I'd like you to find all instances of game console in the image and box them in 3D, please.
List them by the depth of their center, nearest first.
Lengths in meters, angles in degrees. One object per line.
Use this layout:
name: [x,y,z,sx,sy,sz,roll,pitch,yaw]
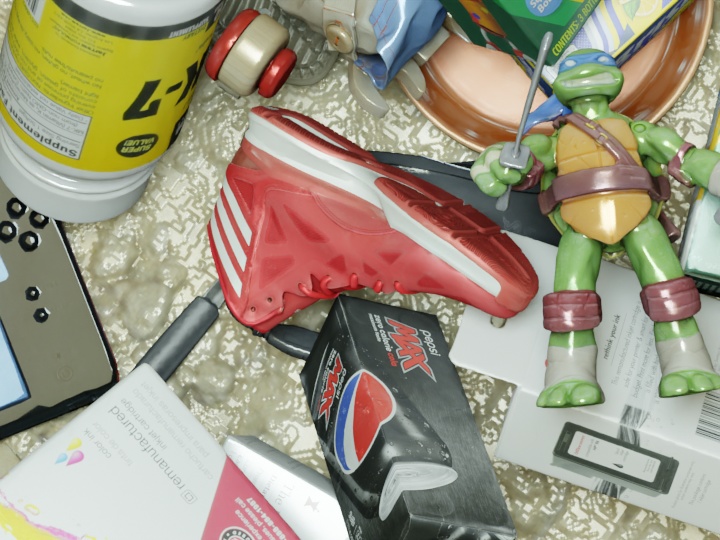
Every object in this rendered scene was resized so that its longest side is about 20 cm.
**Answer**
game console: [-0.263,0.025,1.713,0.199,0.031,0.177,-22,85,4]

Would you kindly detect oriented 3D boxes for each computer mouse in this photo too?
computer mouse: [0.017,-0.005,1.673,0.199,0.046,0.141,13,98,-5]

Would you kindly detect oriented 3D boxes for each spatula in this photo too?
spatula: [-0.079,0.008,1.703,0.056,0.021,0.200,40,92,-5]

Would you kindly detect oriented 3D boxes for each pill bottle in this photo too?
pill bottle: [-0.145,-0.124,1.622,0.114,0.200,0.115,9,52,-12]

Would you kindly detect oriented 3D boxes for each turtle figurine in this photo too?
turtle figurine: [0.137,-0.029,1.506,0.143,0.200,0.195,-3,85,-34]

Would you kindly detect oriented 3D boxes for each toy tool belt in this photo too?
toy tool belt: [0.018,-0.155,1.622,0.123,0.125,0.200,36,76,5]

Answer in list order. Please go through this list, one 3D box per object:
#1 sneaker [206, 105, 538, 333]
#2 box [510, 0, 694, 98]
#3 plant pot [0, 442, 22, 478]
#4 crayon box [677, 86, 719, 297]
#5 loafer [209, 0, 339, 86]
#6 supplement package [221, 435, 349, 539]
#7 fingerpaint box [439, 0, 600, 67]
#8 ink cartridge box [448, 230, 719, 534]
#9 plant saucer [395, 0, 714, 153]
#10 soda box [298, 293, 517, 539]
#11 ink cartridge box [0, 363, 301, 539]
sneaker: [0.000,0.000,1.617,0.200,0.078,0.116,34,106,26]
box: [0.170,-0.181,1.640,0.200,0.070,0.064,-42,83,1]
plant pot: [-0.227,0.211,1.626,0.177,0.200,0.200,-37,84,-11]
crayon box: [0.226,-0.086,1.633,0.051,0.126,0.201,13,88,5]
loafer: [-0.098,-0.179,1.697,0.200,0.068,0.076,36,81,-10]
supplement package: [-0.009,0.190,1.642,0.199,0.110,0.114,28,89,6]
fingerpaint box: [0.099,-0.242,1.552,0.073,0.167,0.200,22,71,47]
ink cartridge box: [0.150,0.064,1.628,0.199,0.068,0.116,19,47,3]
plant saucer: [0.109,-0.161,1.695,0.199,0.032,0.201,0,87,5]
soda box: [0.024,0.101,1.598,0.071,0.200,0.063,12,121,-23]
ink cartridge box: [-0.146,0.170,1.522,0.200,0.086,0.148,-40,85,-25]
